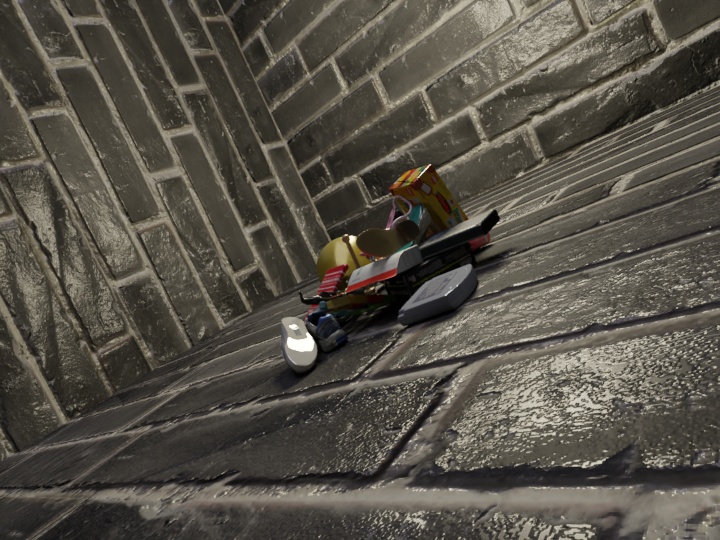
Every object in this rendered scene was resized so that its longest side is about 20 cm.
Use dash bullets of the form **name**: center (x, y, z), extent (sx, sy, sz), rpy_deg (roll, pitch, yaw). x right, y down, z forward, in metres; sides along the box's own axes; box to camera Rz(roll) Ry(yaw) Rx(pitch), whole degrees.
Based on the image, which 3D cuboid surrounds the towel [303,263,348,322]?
- **towel**: center (-0.096, 0.078, 1.386), extent (0.203, 0.022, 0.144), rpy_deg (-65, 16, -15)

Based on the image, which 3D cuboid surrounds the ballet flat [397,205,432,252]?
- **ballet flat**: center (0.136, -0.075, 1.354), extent (0.203, 0.071, 0.071), rpy_deg (-62, 19, -19)

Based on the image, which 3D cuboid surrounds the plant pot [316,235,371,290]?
- **plant pot**: center (-0.030, 0.022, 1.538), extent (0.197, 0.202, 0.143), rpy_deg (-26, 29, 8)

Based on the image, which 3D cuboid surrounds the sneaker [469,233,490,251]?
- **sneaker**: center (0.261, -0.071, 1.452), extent (0.086, 0.075, 0.199), rpy_deg (-32, 7, -36)

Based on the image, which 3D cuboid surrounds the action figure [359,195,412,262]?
- **action figure**: center (0.077, -0.084, 1.394), extent (0.199, 0.133, 0.151), rpy_deg (-31, -37, -41)

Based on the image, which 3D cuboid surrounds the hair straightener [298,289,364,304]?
- **hair straightener**: center (-0.063, 0.059, 1.266), extent (0.197, 0.042, 0.076), rpy_deg (7, -22, -40)

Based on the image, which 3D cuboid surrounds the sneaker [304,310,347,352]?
- **sneaker**: center (-0.092, 0.132, 1.204), extent (0.076, 0.087, 0.199), rpy_deg (-29, 5, -26)

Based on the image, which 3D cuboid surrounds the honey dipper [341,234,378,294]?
- **honey dipper**: center (0.000, 0.000, 1.367), extent (0.037, 0.203, 0.038), rpy_deg (-24, 4, 2)

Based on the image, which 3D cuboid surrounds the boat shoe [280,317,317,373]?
- **boat shoe**: center (-0.142, 0.173, 1.128), extent (0.070, 0.070, 0.200), rpy_deg (-1, 22, -22)

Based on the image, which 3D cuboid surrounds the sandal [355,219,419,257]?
- **sandal**: center (0.058, -0.061, 1.267), extent (0.209, 0.078, 0.070), rpy_deg (-23, -18, -41)

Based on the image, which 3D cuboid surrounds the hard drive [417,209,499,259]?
- **hard drive**: center (0.229, -0.084, 1.271), extent (0.197, 0.033, 0.139), rpy_deg (-23, 8, 35)

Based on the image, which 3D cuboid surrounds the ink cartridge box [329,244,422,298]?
- **ink cartridge box**: center (0.032, 0.003, 1.215), extent (0.158, 0.048, 0.198), rpy_deg (-21, 0, 38)

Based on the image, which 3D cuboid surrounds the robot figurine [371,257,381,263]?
- **robot figurine**: center (0.119, -0.025, 1.481), extent (0.198, 0.059, 0.144), rpy_deg (-26, 40, -29)

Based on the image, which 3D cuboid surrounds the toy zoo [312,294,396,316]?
- **toy zoo**: center (-0.023, 0.084, 1.255), extent (0.130, 0.021, 0.198), rpy_deg (-23, -17, 39)

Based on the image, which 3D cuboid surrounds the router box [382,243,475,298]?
- **router box**: center (0.166, -0.001, 1.303), extent (0.197, 0.063, 0.149), rpy_deg (-29, 7, -17)

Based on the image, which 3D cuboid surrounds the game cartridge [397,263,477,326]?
- **game cartridge**: center (0.163, 0.045, 1.045), extent (0.132, 0.041, 0.200), rpy_deg (-28, 4, 31)

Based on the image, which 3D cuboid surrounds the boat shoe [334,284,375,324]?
- **boat shoe**: center (-0.018, 0.078, 1.388), extent (0.199, 0.073, 0.062), rpy_deg (-40, 1, -33)

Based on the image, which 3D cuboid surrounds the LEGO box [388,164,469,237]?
- **LEGO box**: center (0.189, -0.179, 1.445), extent (0.077, 0.201, 0.148), rpy_deg (-44, 19, -17)
